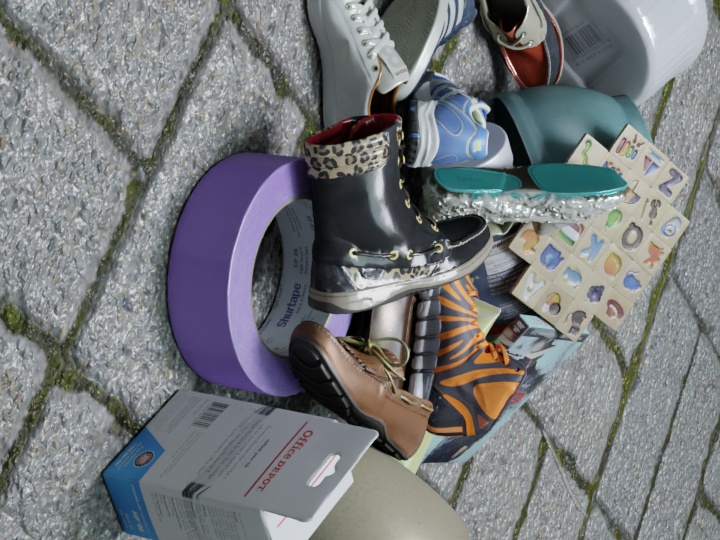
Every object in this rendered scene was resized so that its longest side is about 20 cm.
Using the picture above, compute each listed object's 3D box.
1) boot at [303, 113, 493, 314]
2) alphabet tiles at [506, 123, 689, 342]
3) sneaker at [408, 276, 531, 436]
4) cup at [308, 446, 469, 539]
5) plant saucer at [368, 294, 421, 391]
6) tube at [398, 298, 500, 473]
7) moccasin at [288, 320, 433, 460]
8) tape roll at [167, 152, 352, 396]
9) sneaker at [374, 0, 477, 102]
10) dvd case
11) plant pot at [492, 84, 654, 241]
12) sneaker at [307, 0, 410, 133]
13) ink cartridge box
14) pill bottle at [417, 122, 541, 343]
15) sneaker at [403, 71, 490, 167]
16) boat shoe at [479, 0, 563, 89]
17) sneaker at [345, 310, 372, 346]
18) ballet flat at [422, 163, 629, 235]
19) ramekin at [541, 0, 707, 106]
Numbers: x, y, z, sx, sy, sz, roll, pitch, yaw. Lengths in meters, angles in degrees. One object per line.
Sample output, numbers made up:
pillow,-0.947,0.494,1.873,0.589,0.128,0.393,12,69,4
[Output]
boot,0.031,-0.059,1.541,0.199,0.073,0.152,-19,112,-33
alphabet tiles,0.235,-0.036,1.763,0.166,0.006,0.201,35,90,-31
sneaker,0.109,0.058,1.702,0.078,0.111,0.202,13,83,-83
cup,-0.024,0.226,1.577,0.144,0.199,0.200,56,45,-13
plant saucer,0.034,0.051,1.676,0.200,0.032,0.202,8,90,-82
tube,0.065,0.115,1.757,0.058,0.052,0.202,25,87,-20
moccasin,0.006,0.092,1.536,0.201,0.073,0.078,42,75,-44
tape roll,-0.078,0.003,1.528,0.199,0.065,0.202,-17,111,-55
sneaker,0.068,-0.234,1.701,0.085,0.074,0.202,44,60,-47
dvd case,0.132,0.123,1.825,0.200,0.022,0.146,-49,154,18
plant pot,0.229,-0.104,1.841,0.200,0.133,0.202,161,-90,-87
sneaker,0.007,-0.205,1.602,0.073,0.084,0.202,-34,124,-48
ink cartridge box,-0.087,0.168,1.422,0.116,0.198,0.068,-48,135,-41
pill bottle,0.121,-0.040,1.788,0.120,0.119,0.201,-50,136,-40
sneaker,0.082,-0.137,1.692,0.200,0.076,0.076,-80,176,-68
boat shoe,0.156,-0.264,1.836,0.063,0.071,0.201,-60,139,-50
sneaker,0.000,0.000,1.647,0.083,0.071,0.202,7,91,-59
ballet flat,0.151,-0.064,1.689,0.072,0.198,0.073,-179,-90,-79
ramekin,0.254,-0.262,1.887,0.098,0.199,0.202,-45,133,-34
